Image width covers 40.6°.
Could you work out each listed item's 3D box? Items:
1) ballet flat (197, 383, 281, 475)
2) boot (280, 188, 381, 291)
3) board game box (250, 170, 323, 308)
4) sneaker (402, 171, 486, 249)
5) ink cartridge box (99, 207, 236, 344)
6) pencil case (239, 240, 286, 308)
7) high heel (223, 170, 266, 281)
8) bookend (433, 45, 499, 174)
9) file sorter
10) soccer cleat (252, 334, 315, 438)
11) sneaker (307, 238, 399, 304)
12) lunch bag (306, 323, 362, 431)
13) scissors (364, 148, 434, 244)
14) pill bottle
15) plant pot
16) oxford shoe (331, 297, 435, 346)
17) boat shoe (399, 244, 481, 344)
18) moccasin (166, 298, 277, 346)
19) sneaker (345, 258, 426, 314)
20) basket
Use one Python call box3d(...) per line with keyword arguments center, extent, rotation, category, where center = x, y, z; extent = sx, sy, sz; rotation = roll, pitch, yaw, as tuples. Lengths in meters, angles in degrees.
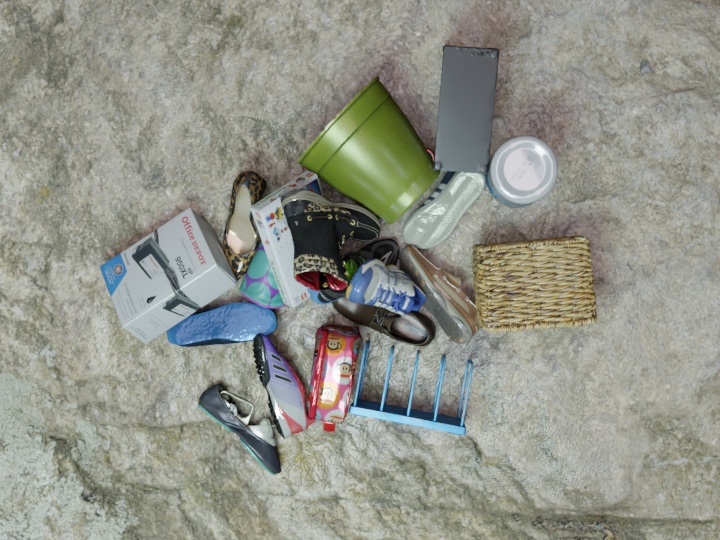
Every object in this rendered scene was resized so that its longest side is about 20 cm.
box3d(center=(-0.202, 0.277, 1.742), extent=(0.200, 0.073, 0.073), rotation=(42, 93, 4), category="ballet flat")
box3d(center=(-0.042, -0.039, 1.591), extent=(0.073, 0.199, 0.152), rotation=(-30, 55, 37), category="boot")
box3d(center=(-0.103, -0.051, 1.659), extent=(0.126, 0.034, 0.202), rotation=(-35, 127, -27), category="board game box")
box3d(center=(0.151, -0.119, 1.708), extent=(0.075, 0.085, 0.200), rotation=(39, 122, -13), category="sneaker")
box3d(center=(-0.338, 0.008, 1.710), extent=(0.199, 0.084, 0.145), rotation=(-33, 58, 3), category="ink cartridge box")
box3d(center=(-0.135, -0.033, 1.722), extent=(0.092, 0.085, 0.202), rotation=(24, 92, -1), category="pencil case")
box3d(center=(-0.212, -0.074, 1.697), extent=(0.071, 0.143, 0.202), rotation=(14, 92, 4), category="high heel")
box3d(center=(0.177, -0.279, 1.657), extent=(0.091, 0.199, 0.202), rotation=(5, 103, 4), category="bookend")
box3d(center=(0.090, 0.199, 1.686), extent=(0.198, 0.139, 0.124), rotation=(10, 88, 4), category="file sorter")
box3d(center=(-0.137, 0.197, 1.723), extent=(0.073, 0.068, 0.202), rotation=(-20, 109, -14), category="soccer cleat")
box3d(center=(0.000, 0.000, 1.685), extent=(0.199, 0.083, 0.071), rotation=(-28, 89, -35), category="sneaker")
box3d(center=(-0.046, 0.185, 1.664), extent=(0.081, 0.200, 0.178), rotation=(7, 91, -1), category="lunch bag")
box3d(center=(0.072, -0.129, 1.740), extent=(0.072, 0.014, 0.202), rotation=(21, 91, 3), category="scissors")
box3d(center=(0.266, -0.162, 1.633), extent=(0.107, 0.200, 0.110), rotation=(0, 91, 4), category="pill bottle")
box3d(center=(0.028, -0.189, 1.660), extent=(0.193, 0.200, 0.200), rotation=(44, 94, -4), category="plant pot")
box3d(center=(0.040, 0.076, 1.713), extent=(0.198, 0.084, 0.073), rotation=(20, 94, 5), category="oxford shoe")
box3d(center=(0.143, 0.035, 1.717), extent=(0.071, 0.076, 0.201), rotation=(-32, 79, -25), category="boat shoe")
box3d(center=(-0.245, 0.094, 1.742), extent=(0.197, 0.068, 0.082), rotation=(-3, 83, 3), category="moccasin")
box3d(center=(0.050, 0.032, 1.629), extent=(0.088, 0.199, 0.076), rotation=(35, 107, 22), category="sneaker")
box3d(center=(0.292, 0.022, 1.664), extent=(0.197, 0.143, 0.151), rotation=(-6, 93, 2), category="basket")
